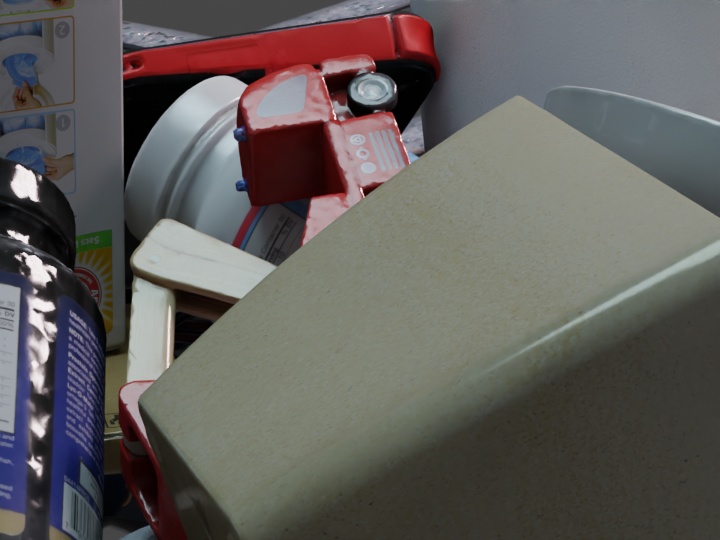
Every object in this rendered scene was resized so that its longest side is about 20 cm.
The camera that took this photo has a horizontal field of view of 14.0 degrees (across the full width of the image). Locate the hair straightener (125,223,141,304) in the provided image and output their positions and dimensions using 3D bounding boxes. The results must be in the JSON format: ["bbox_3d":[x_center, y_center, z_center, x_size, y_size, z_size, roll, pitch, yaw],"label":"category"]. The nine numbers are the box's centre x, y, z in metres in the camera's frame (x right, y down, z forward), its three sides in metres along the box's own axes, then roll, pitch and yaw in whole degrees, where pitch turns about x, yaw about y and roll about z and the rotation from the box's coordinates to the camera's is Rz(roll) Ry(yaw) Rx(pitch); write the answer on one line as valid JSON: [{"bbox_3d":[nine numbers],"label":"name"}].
[{"bbox_3d":[-0.060,-0.015,1.377,0.199,0.041,0.077,-7,-25,-26],"label":"hair straightener"}]

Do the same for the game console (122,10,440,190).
[{"bbox_3d":[-0.066,-0.054,1.376,0.176,0.031,0.200,-6,-26,-26],"label":"game console"}]

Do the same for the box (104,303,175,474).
[{"bbox_3d":[-0.175,0.055,1.244,0.199,0.021,0.164,-5,19,-12],"label":"box"}]

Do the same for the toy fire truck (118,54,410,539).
[{"bbox_3d":[-0.036,0.005,1.129,0.140,0.049,0.201,-10,49,-10],"label":"toy fire truck"}]

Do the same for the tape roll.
[{"bbox_3d":[0.128,-0.073,1.410,0.202,0.140,0.203,-5,8,1],"label":"tape roll"}]

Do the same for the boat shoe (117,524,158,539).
[{"bbox_3d":[-0.006,0.107,1.112,0.199,0.072,0.062,-23,21,-14],"label":"boat shoe"}]

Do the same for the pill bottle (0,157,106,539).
[{"bbox_3d":[-0.151,0.058,1.105,0.111,0.112,0.201,-6,51,4],"label":"pill bottle"}]

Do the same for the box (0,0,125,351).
[{"bbox_3d":[-0.170,-0.067,1.257,0.101,0.201,0.112,-10,18,-32],"label":"box"}]

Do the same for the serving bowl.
[{"bbox_3d":[0.157,-0.008,1.191,0.199,0.066,0.200,22,-2,1],"label":"serving bowl"}]

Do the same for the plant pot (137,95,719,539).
[{"bbox_3d":[0.038,0.083,0.993,0.176,0.201,0.200,-23,22,-12],"label":"plant pot"}]

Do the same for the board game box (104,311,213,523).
[{"bbox_3d":[-0.055,0.056,1.315,0.135,0.035,0.200,6,23,32],"label":"board game box"}]

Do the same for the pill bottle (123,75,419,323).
[{"bbox_3d":[0.000,0.000,1.242,0.200,0.109,0.109,33,37,23],"label":"pill bottle"}]
